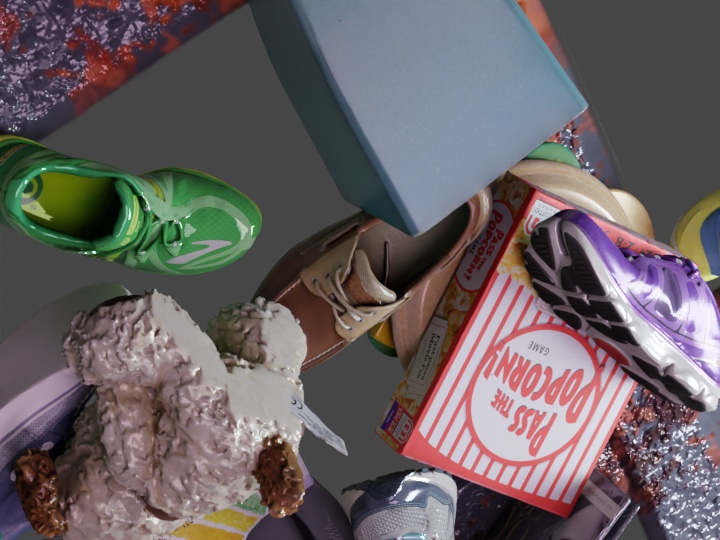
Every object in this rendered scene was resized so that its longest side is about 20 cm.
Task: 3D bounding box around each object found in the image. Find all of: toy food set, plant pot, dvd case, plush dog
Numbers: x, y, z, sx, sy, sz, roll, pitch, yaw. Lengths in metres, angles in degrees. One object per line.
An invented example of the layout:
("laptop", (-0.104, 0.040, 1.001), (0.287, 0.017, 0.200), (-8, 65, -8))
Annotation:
("toy food set", (0.106, 0.010, 1.772), (0.197, 0.049, 0.201), (29, 95, -31))
("plant pot", (0.016, -0.153, 1.614), (0.141, 0.141, 0.200), (-37, 112, -9))
("dvd case", (0.108, 0.221, 1.797), (0.016, 0.149, 0.200), (36, 91, -19))
("plush dog", (-0.123, 0.116, 1.602), (0.172, 0.161, 0.200), (-37, 159, 28))

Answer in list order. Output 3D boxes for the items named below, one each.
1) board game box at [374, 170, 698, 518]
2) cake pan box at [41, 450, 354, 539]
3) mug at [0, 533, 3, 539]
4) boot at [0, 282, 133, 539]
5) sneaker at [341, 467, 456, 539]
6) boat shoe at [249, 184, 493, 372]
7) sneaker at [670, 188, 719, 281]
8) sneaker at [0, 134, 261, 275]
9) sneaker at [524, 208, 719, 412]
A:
("board game box", (0.120, 0.053, 1.740), (0.151, 0.046, 0.201), (22, 99, -31))
("cake pan box", (-0.100, 0.215, 1.751), (0.199, 0.052, 0.185), (-31, 122, -12))
("mug", (-0.301, 0.104, 1.534), (0.184, 0.114, 0.153), (8, 97, -5))
("boot", (-0.207, 0.098, 1.648), (0.200, 0.073, 0.090), (-39, 129, 2))
("sneaker", (0.039, 0.201, 1.739), (0.077, 0.087, 0.200), (-13, 149, 4))
("boat shoe", (0.000, 0.000, 1.678), (0.200, 0.074, 0.076), (-41, 97, 10))
("sneaker", (0.324, -0.042, 1.825), (0.199, 0.105, 0.076), (-33, 121, -10))
("sneaker", (-0.151, -0.031, 1.610), (0.199, 0.084, 0.074), (10, 104, -30))
("sneaker", (0.183, 0.013, 1.698), (0.200, 0.080, 0.084), (42, 72, -39))
